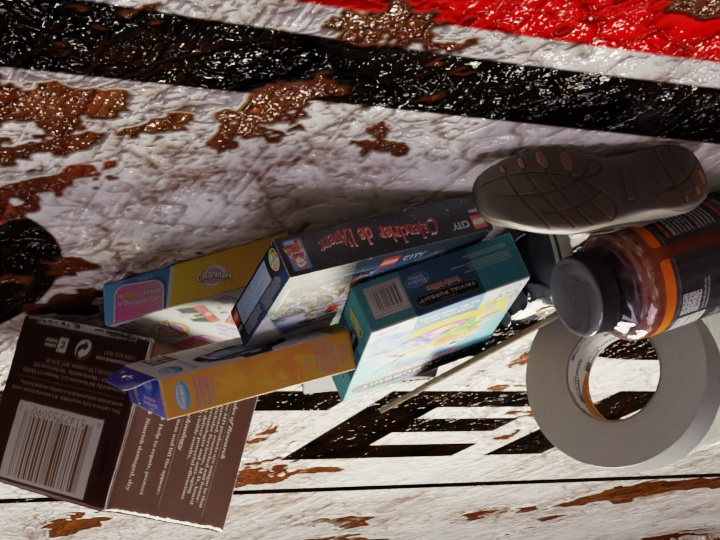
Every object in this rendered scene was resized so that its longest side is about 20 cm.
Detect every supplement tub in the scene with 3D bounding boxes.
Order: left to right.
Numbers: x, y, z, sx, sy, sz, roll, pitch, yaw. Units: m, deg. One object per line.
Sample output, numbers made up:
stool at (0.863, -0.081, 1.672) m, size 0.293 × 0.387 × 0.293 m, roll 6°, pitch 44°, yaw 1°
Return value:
supplement tub at (0.266, -0.002, 1.191) m, size 0.200 × 0.107 × 0.107 m, roll -15°, pitch 166°, yaw -27°

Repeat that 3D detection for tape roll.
tape roll at (0.280, 0.113, 1.442) m, size 0.200 × 0.201 × 0.066 m, roll -18°, pitch 159°, yaw 27°

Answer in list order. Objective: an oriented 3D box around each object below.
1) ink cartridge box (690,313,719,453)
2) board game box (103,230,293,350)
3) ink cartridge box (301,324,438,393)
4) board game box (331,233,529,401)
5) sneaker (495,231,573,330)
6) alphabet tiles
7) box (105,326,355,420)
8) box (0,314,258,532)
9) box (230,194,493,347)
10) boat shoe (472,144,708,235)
ink cartridge box at (0.428, 0.122, 1.580) m, size 0.050 × 0.163 × 0.200 m, roll 1°, pitch 159°, yaw -19°
board game box at (-0.118, 0.027, 1.286) m, size 0.200 × 0.040 × 0.153 m, roll -15°, pitch 159°, yaw 21°
ink cartridge box at (0.006, 0.092, 1.463) m, size 0.147 × 0.076 × 0.200 m, roll -6°, pitch 159°, yaw -4°
board game box at (0.056, 0.047, 1.233) m, size 0.151 × 0.047 × 0.200 m, roll -19°, pitch 161°, yaw -15°
sneaker at (0.150, 0.012, 1.291) m, size 0.079 × 0.079 × 0.200 m, roll -11°, pitch 163°, yaw -7°
alphabet tiles at (0.128, 0.085, 1.383) m, size 0.200 × 0.008 × 0.167 m, roll -26°, pitch 173°, yaw -26°
box at (-0.119, 0.088, 1.194) m, size 0.200 × 0.042 × 0.119 m, roll -15°, pitch -172°, yaw -23°
box at (-0.232, 0.153, 1.341) m, size 0.166 × 0.165 × 0.200 m, roll 8°, pitch 169°, yaw 30°
box at (0.000, 0.000, 1.171) m, size 0.200 × 0.038 × 0.137 m, roll -14°, pitch 158°, yaw -28°
boat shoe at (0.186, -0.056, 1.121) m, size 0.200 × 0.075 × 0.073 m, roll -2°, pitch 160°, yaw -12°
